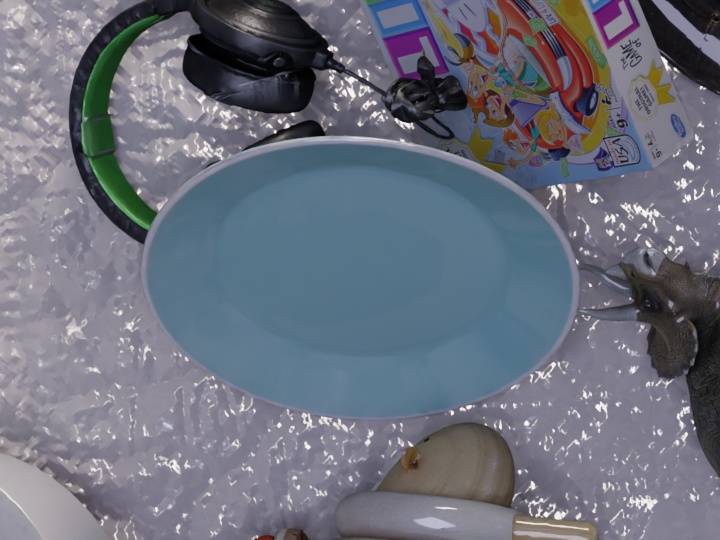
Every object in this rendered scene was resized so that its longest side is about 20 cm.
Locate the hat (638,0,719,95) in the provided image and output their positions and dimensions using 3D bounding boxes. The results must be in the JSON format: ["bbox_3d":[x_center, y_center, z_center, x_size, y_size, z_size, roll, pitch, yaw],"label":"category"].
[{"bbox_3d":[0.193,-0.169,1.146,0.200,0.081,0.201,0,92,5],"label":"hat"}]

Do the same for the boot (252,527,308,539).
[{"bbox_3d":[-0.081,0.212,1.203,0.107,0.075,0.201,15,96,10],"label":"boot"}]

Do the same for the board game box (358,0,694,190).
[{"bbox_3d":[0.054,-0.132,1.124,0.034,0.134,0.201,-35,107,-36],"label":"board game box"}]

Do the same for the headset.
[{"bbox_3d":[-0.048,-0.069,1.163,0.199,0.094,0.124,-5,98,22],"label":"headset"}]

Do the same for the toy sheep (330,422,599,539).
[{"bbox_3d":[0.037,0.168,1.158,0.137,0.138,0.201,7,77,6],"label":"toy sheep"}]

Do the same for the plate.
[{"bbox_3d":[0.000,0.000,1.149,0.199,0.200,0.026,-2,50,6],"label":"plate"}]

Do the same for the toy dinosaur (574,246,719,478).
[{"bbox_3d":[0.191,0.061,1.173,0.102,0.077,0.200,-25,97,26],"label":"toy dinosaur"}]

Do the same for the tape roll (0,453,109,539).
[{"bbox_3d":[-0.205,0.183,1.188,0.202,0.071,0.203,-2,84,20],"label":"tape roll"}]
